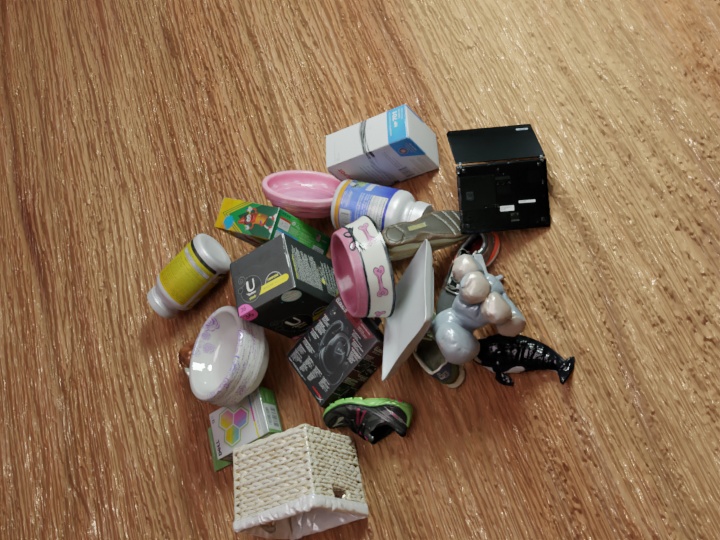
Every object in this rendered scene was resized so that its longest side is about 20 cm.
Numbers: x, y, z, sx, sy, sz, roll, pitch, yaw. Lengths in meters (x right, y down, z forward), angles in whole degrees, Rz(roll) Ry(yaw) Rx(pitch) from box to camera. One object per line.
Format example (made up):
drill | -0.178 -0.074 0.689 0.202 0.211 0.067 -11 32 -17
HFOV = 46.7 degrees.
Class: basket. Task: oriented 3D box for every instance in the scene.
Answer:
basket | -0.117 0.407 1.590 0.197 0.197 0.164 -22 60 25

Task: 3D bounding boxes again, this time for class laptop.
laptop | 0.263 -0.178 1.602 0.173 0.103 0.205 -5 93 -1

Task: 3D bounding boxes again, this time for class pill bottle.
pill bottle | -0.407 0.018 1.964 0.199 0.112 0.113 -42 56 14
pill bottle | 0.047 -0.115 1.705 0.196 0.112 0.115 14 81 25

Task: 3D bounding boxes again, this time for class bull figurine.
bull figurine | -0.330 0.172 1.890 0.199 0.065 0.123 -37 59 17

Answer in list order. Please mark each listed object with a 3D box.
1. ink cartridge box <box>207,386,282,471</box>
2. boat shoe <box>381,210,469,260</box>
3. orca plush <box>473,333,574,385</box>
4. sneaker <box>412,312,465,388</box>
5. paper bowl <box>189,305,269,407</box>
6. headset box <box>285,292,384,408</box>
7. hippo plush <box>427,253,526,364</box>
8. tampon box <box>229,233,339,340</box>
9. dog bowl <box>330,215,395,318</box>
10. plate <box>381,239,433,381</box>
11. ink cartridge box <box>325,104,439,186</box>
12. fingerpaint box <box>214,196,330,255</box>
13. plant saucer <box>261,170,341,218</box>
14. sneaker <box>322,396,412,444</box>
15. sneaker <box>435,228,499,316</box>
ink cartridge box | -0.266 0.343 1.793 0.198 0.059 0.106 -31 60 21
boat shoe | 0.128 -0.062 1.614 0.195 0.077 0.073 -9 51 -14
orca plush | 0.277 0.156 1.493 0.198 0.071 0.107 25 88 36
sneaker | 0.126 0.130 1.589 0.067 0.089 0.202 -40 56 15
paper bowl | -0.269 0.186 1.757 0.199 0.103 0.205 -27 53 41
headset box | -0.037 0.159 1.696 0.201 0.077 0.149 -49 55 9
hippo plush | 0.180 0.071 1.491 0.161 0.159 0.201 -42 29 15
tampon box | -0.149 0.038 1.734 0.148 0.199 0.129 -28 61 22
dog bowl | 0.000 0.000 1.616 0.072 0.202 0.203 -14 58 -15
plate | 0.093 0.077 1.554 0.201 0.032 0.203 119 162 -45
ink cartridge box | 0.045 -0.247 1.737 0.196 0.146 0.088 -15 64 28
fingerpaint box | -0.187 -0.083 1.801 0.164 0.199 0.075 13 81 36
plant saucer | -0.117 -0.163 1.807 0.198 0.198 0.052 25 120 36
sneaker | 0.007 0.294 1.621 0.196 0.076 0.086 -9 65 32
sneaker | 0.190 0.004 1.595 0.076 0.081 0.203 25 88 36
